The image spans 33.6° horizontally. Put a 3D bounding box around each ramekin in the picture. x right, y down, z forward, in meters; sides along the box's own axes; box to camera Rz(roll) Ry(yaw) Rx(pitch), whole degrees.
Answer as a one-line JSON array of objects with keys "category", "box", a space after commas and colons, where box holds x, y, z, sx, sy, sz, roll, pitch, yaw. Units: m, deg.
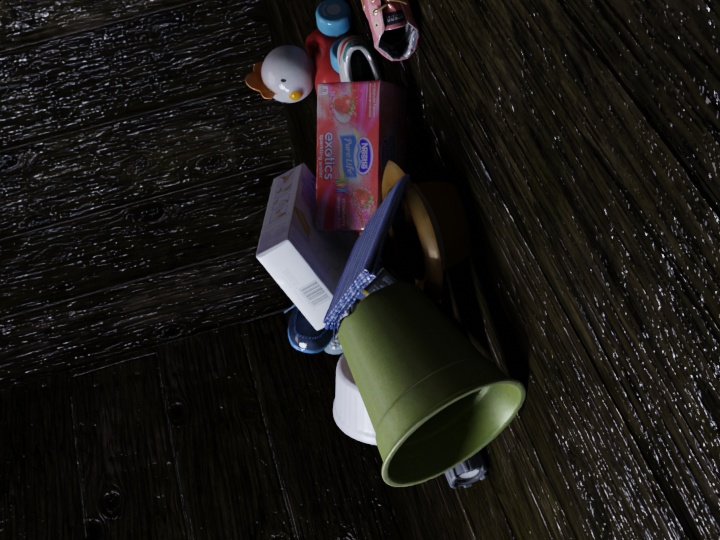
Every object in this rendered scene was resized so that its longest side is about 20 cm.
[{"category": "ramekin", "box": [0.049, 0.196, 2.022, 0.201, 0.197, 0.099, -114, 18, -57]}]

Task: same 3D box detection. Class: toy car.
[{"category": "toy car", "box": [-0.093, -0.323, 2.007, 0.185, 0.197, 0.179, 83, 170, -57]}]

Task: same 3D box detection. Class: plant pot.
[{"category": "plant pot", "box": [0.068, 0.123, 1.442, 0.191, 0.198, 0.201, 57, 166, 29]}]

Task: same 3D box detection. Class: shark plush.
[{"category": "shark plush", "box": [0.013, 0.094, 1.702, 0.083, 0.091, 0.200, 34, 169, -4]}]

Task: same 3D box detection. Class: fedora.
[{"category": "fedora", "box": [0.091, -0.057, 1.518, 0.201, 0.081, 0.204, 163, 90, -79]}]

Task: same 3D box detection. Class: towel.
[{"category": "towel", "box": [0.008, -0.017, 1.475, 0.200, 0.024, 0.146, 127, 165, -62]}]

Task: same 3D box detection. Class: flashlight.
[{"category": "flashlight", "box": [0.139, 0.239, 1.872, 0.068, 0.067, 0.202, 79, 173, -56]}]

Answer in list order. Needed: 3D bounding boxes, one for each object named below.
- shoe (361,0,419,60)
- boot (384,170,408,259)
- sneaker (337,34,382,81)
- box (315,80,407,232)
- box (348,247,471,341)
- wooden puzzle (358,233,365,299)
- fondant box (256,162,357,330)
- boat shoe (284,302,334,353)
[{"category": "shoe", "box": [0.033, -0.340, 1.442, 0.201, 0.070, 0.092, 76, 176, -66]}, {"category": "boot", "box": [0.045, -0.113, 1.807, 0.201, 0.075, 0.157, 63, -165, -58]}, {"category": "sneaker", "box": [0.005, -0.263, 1.852, 0.093, 0.069, 0.203, -105, 4, -77]}, {"category": "box", "box": [0.003, -0.154, 1.641, 0.094, 0.101, 0.204, -1, -88, -64]}, {"category": "box", "box": [0.073, 0.052, 1.620, 0.200, 0.049, 0.160, 44, -170, -17]}, {"category": "wooden puzzle", "box": [0.000, 0.000, 1.835, 0.186, 0.046, 0.203, 89, 166, -70]}, {"category": "fondant box", "box": [-0.070, -0.036, 1.658, 0.145, 0.058, 0.201, 52, -157, -27]}, {"category": "boat shoe", "box": [-0.063, 0.040, 1.733, 0.201, 0.083, 0.069, -79, 3, -56]}]
